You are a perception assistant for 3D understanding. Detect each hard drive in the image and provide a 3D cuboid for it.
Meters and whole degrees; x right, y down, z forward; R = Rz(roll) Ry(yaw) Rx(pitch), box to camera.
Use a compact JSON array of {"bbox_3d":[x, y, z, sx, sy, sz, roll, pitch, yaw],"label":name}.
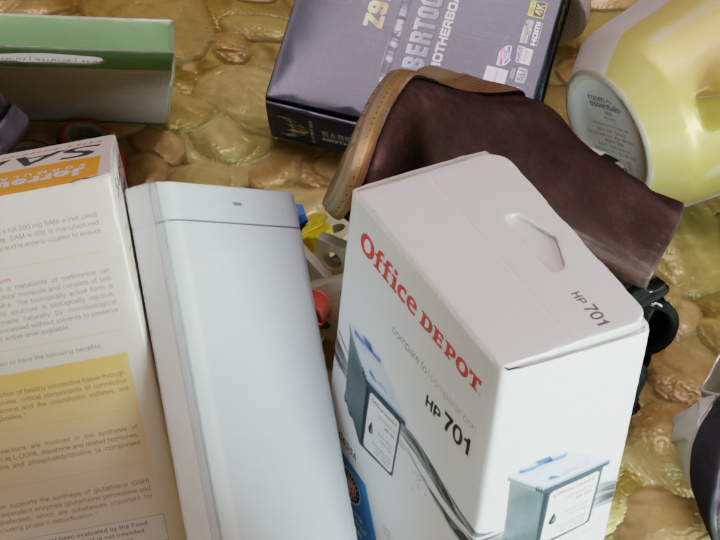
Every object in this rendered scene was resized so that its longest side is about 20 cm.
[{"bbox_3d":[-0.053,0.060,1.280,0.027,0.200,0.132,-13,-7,26],"label":"hard drive"}]

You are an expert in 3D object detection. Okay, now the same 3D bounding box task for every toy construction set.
[{"bbox_3d":[0.000,0.000,1.441,0.131,0.092,0.200,3,19,27],"label":"toy construction set"}]

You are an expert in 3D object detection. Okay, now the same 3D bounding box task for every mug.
[{"bbox_3d":[0.208,-0.118,1.561,0.153,0.187,0.150,-26,70,-21],"label":"mug"}]

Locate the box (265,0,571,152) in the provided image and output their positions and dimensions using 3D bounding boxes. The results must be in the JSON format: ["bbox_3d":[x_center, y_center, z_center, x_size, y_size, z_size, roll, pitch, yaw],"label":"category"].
[{"bbox_3d":[0.044,-0.160,1.617,0.157,0.051,0.200,13,67,10],"label":"box"}]

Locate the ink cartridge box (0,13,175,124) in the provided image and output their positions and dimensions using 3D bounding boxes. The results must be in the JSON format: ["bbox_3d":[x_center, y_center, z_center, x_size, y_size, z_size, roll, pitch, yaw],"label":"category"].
[{"bbox_3d":[-0.177,-0.123,1.516,0.145,0.200,0.048,1,80,-6],"label":"ink cartridge box"}]

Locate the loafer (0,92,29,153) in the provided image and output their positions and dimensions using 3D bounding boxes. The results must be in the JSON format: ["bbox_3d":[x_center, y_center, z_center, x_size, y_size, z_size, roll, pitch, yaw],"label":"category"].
[{"bbox_3d":[-0.267,-0.032,1.420,0.200,0.063,0.072,-43,15,-6],"label":"loafer"}]

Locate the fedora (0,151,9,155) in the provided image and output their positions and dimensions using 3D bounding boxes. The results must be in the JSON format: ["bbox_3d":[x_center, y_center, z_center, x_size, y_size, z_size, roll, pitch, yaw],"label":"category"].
[{"bbox_3d":[-0.208,0.028,1.360,0.200,0.201,0.092,3,9,-3],"label":"fedora"}]

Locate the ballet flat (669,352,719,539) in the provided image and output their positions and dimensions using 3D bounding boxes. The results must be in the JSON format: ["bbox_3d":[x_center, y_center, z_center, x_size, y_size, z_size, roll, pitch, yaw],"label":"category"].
[{"bbox_3d":[0.205,0.078,1.411,0.073,0.073,0.200,20,48,17],"label":"ballet flat"}]

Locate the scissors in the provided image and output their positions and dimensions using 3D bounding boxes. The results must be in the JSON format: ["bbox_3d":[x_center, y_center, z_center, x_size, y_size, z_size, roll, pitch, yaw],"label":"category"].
[{"bbox_3d":[-0.151,-0.021,1.521,0.073,0.014,0.200,-11,42,-19],"label":"scissors"}]

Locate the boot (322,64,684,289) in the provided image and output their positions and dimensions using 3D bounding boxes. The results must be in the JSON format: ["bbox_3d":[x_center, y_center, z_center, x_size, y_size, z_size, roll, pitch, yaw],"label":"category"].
[{"bbox_3d":[0.079,-0.041,1.379,0.166,0.072,0.200,30,25,7],"label":"boot"}]

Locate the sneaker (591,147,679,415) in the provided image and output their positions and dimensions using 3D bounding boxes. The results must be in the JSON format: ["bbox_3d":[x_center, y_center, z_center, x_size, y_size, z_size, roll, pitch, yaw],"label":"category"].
[{"bbox_3d":[0.133,0.013,1.471,0.087,0.074,0.200,14,42,4],"label":"sneaker"}]

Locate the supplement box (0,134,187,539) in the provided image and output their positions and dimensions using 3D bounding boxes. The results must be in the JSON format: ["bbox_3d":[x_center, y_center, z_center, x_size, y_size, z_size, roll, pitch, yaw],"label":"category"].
[{"bbox_3d":[-0.157,0.048,1.271,0.126,0.200,0.074,-10,18,1],"label":"supplement box"}]

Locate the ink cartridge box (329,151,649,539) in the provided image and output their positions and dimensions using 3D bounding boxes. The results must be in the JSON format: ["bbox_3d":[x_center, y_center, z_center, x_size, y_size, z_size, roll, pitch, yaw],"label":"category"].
[{"bbox_3d":[0.054,0.068,1.293,0.086,0.200,0.146,-16,44,-24],"label":"ink cartridge box"}]

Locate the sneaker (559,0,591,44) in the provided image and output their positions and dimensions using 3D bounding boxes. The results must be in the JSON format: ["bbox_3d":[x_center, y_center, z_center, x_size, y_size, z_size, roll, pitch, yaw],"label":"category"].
[{"bbox_3d":[0.071,-0.217,1.733,0.200,0.074,0.116,19,45,17],"label":"sneaker"}]
